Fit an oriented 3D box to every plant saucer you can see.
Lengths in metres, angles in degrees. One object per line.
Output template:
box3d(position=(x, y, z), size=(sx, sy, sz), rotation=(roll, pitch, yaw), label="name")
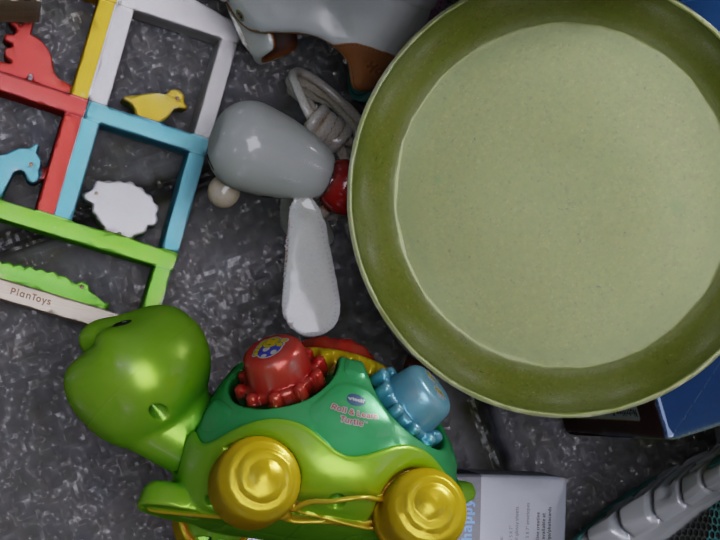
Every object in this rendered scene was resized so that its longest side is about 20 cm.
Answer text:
box3d(position=(0.094, -0.034, 0.778), size=(0.198, 0.031, 0.202), rotation=(0, 92, 7), label="plant saucer")

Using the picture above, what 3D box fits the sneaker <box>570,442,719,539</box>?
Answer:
box3d(position=(0.195, 0.130, 0.837), size=(0.077, 0.200, 0.092), rotation=(-30, 84, -44), label="sneaker")

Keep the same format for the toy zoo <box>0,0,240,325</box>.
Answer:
box3d(position=(-0.140, -0.078, 0.856), size=(0.130, 0.020, 0.202), rotation=(16, 83, -13), label="toy zoo")

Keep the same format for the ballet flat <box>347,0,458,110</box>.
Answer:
box3d(position=(0.031, -0.179, 0.889), size=(0.071, 0.069, 0.202), rotation=(0, 90, -32), label="ballet flat")

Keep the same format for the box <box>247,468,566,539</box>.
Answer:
box3d(position=(0.005, 0.179, 0.869), size=(0.198, 0.041, 0.158), rotation=(4, 85, -13), label="box")

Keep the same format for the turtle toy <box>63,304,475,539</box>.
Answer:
box3d(position=(-0.040, 0.078, 0.777), size=(0.198, 0.146, 0.102), rotation=(13, 70, -12), label="turtle toy")

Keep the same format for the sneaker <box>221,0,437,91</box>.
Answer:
box3d(position=(-0.062, -0.155, 0.843), size=(0.199, 0.073, 0.085), rotation=(32, 107, 13), label="sneaker")

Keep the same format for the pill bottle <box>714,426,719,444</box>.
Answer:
box3d(position=(0.254, 0.162, 0.896), size=(0.110, 0.111, 0.202), rotation=(-7, 88, -14), label="pill bottle")

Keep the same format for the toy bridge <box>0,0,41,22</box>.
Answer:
box3d(position=(-0.163, -0.227, 0.823), size=(0.027, 0.067, 0.202), rotation=(3, 79, -12), label="toy bridge")

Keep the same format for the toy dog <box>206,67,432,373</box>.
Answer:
box3d(position=(0.000, 0.000, 0.851), size=(0.200, 0.132, 0.096), rotation=(40, 110, -2), label="toy dog")

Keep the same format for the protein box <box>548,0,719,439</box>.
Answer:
box3d(position=(0.191, -0.036, 0.879), size=(0.197, 0.135, 0.202), rotation=(-15, 91, -15), label="protein box")
